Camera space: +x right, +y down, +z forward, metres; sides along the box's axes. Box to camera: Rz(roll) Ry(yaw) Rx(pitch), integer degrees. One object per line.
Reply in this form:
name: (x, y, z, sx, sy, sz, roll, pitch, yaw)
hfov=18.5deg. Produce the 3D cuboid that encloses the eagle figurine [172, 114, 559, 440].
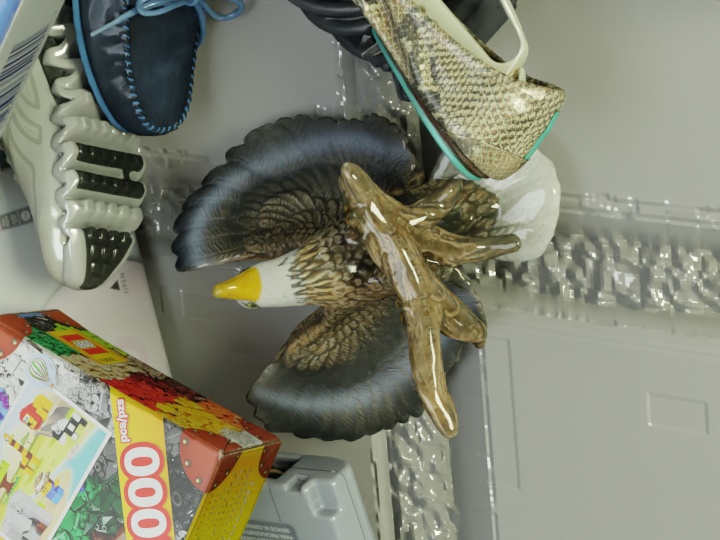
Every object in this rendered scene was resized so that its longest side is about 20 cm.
eagle figurine: (-0.007, -0.001, 1.082, 0.200, 0.150, 0.153, 158, 132, -73)

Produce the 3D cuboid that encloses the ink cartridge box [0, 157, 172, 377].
ink cartridge box: (-0.206, 0.031, 1.198, 0.057, 0.199, 0.164, -1, 107, 49)

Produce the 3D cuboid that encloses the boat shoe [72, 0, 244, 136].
boat shoe: (-0.105, -0.164, 1.122, 0.068, 0.084, 0.202, 10, 114, 33)

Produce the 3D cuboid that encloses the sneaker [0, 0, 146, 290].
sneaker: (-0.167, -0.083, 1.175, 0.080, 0.075, 0.202, -15, 74, 23)

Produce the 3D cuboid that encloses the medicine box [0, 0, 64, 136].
medicine box: (-0.262, -0.133, 1.091, 0.199, 0.103, 0.183, 30, 111, 1)

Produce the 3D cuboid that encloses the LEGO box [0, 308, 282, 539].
LEGO box: (-0.151, 0.143, 1.138, 0.148, 0.077, 0.201, 27, 101, 19)

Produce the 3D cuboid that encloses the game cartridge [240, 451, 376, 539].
game cartridge: (-0.064, 0.162, 1.224, 0.199, 0.040, 0.135, 2, 114, 42)

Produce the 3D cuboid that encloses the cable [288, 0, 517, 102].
cable: (0.029, -0.187, 1.031, 0.164, 0.051, 0.200, 56, 134, 16)

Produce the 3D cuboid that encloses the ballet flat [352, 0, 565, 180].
ballet flat: (0.019, -0.131, 0.988, 0.075, 0.068, 0.200, -46, 77, 19)

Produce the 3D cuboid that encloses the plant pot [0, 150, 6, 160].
plant pot: (-0.277, -0.105, 1.255, 0.140, 0.141, 0.202, -7, 107, 41)
